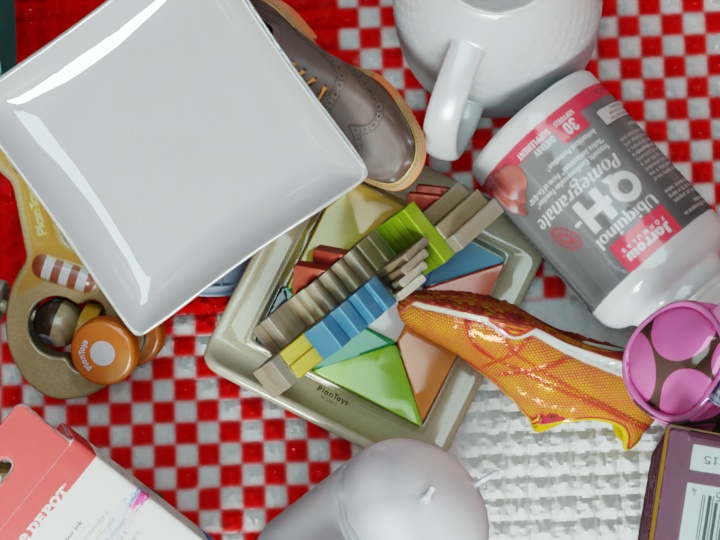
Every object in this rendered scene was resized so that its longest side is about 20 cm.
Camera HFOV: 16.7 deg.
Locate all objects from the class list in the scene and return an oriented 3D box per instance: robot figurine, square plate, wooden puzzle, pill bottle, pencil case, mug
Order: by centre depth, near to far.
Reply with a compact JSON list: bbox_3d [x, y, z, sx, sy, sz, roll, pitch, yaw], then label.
[{"bbox_3d":[0.267,0.074,1.619,0.094,0.200,0.091,-54,50,19],"label":"pencil case"},{"bbox_3d":[0.007,0.186,1.632,0.200,0.170,0.113,-41,82,36],"label":"robot figurine"},{"bbox_3d":[-0.128,-0.090,1.643,0.200,0.028,0.198,-35,94,11],"label":"square plate"},{"bbox_3d":[0.086,-0.171,1.680,0.147,0.175,0.200,19,82,6],"label":"mug"},{"bbox_3d":[0.179,-0.031,1.685,0.111,0.111,0.200,-40,81,-4],"label":"pill bottle"},{"bbox_3d":[0.013,0.018,1.707,0.185,0.037,0.200,27,82,-5],"label":"wooden puzzle"}]

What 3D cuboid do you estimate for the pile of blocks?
[{"bbox_3d":[0.000,0.000,1.650,0.200,0.082,0.062,-40,93,-5],"label":"pile of blocks"}]

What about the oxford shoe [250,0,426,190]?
[{"bbox_3d":[-0.038,-0.121,1.668,0.200,0.073,0.071,40,108,29],"label":"oxford shoe"}]

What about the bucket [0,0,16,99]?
[{"bbox_3d":[-0.314,-0.194,1.697,0.134,0.207,0.208,-4,81,-3],"label":"bucket"}]

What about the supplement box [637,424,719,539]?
[{"bbox_3d":[0.252,0.169,1.604,0.131,0.200,0.103,9,81,4],"label":"supplement box"}]

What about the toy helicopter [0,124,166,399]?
[{"bbox_3d":[-0.223,-0.007,1.703,0.132,0.079,0.200,-11,98,15],"label":"toy helicopter"}]

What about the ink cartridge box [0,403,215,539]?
[{"bbox_3d":[-0.185,0.185,1.626,0.200,0.067,0.116,40,87,-13],"label":"ink cartridge box"}]

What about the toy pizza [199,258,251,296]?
[{"bbox_3d":[-0.103,-0.079,1.747,0.200,0.032,0.201,0,81,0],"label":"toy pizza"}]

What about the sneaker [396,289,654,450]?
[{"bbox_3d":[0.114,0.069,1.674,0.200,0.073,0.077,24,100,-8],"label":"sneaker"}]

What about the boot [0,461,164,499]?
[{"bbox_3d":[-0.240,0.211,1.688,0.200,0.073,0.156,4,85,-3],"label":"boot"}]
